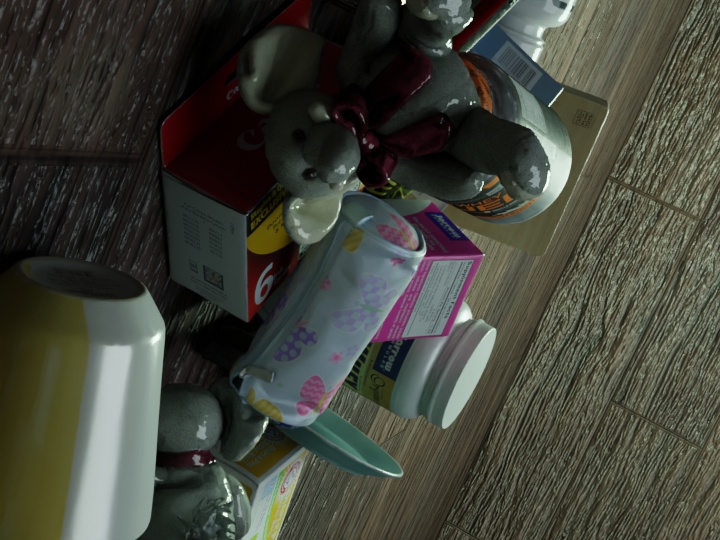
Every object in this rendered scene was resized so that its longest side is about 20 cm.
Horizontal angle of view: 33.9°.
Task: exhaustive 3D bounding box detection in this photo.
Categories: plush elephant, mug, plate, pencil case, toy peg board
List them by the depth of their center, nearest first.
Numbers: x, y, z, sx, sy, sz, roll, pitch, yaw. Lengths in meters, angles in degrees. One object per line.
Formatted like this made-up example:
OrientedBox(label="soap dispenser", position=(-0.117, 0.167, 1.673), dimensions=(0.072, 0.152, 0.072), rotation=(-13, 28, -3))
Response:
OrientedBox(label="mug", position=(-0.195, 0.079, 0.727), dimensions=(0.187, 0.148, 0.154), rotation=(-29, 136, -73))
OrientedBox(label="plush elephant", position=(0.001, -0.103, 0.821), dimensions=(0.154, 0.200, 0.165), rotation=(-34, 112, -15))
OrientedBox(label="pencil case", position=(-0.029, 0.032, 0.965), dimensions=(0.090, 0.083, 0.201), rotation=(19, 116, -34))
OrientedBox(label="plush elephant", position=(-0.159, 0.165, 0.983), dimensions=(0.200, 0.164, 0.156), rotation=(-34, -128, 49))
OrientedBox(label="plate", position=(-0.046, 0.159, 1.192), dimensions=(0.026, 0.199, 0.200), rotation=(-58, 164, 0))
OrientedBox(label="toy peg board", position=(0.155, -0.152, 1.348), dimensions=(0.098, 0.198, 0.201), rotation=(-69, 179, -57))

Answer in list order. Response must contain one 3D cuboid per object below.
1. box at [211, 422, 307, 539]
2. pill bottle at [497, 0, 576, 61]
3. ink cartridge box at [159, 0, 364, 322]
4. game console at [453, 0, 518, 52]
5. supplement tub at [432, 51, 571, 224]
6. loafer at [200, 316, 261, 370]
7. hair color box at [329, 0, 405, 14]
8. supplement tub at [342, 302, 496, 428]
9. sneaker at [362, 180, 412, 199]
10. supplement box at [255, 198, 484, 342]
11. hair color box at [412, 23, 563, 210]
OrientedBox(label="box", position=(-0.142, 0.247, 1.204), dimensions=(0.112, 0.101, 0.201), rotation=(-34, 147, -58))
OrientedBox(label="pill bottle", position=(0.186, -0.330, 1.276), dimensions=(0.119, 0.119, 0.201), rotation=(-20, 135, -67))
OrientedBox(label="ink cartridge box", position=(-0.066, -0.093, 0.942), dimensions=(0.200, 0.083, 0.176), rotation=(-51, 160, -34))
OrientedBox(label="game console", position=(0.069, -0.200, 1.141), dimensions=(0.200, 0.171, 0.119), rotation=(-49, 132, -40))
OrientedBox(label="supplement tub", position=(0.098, -0.114, 1.019), dimensions=(0.200, 0.122, 0.123), rotation=(15, 102, -61))
OrientedBox(label="loafer", position=(-0.098, 0.065, 1.131), dimensions=(0.200, 0.073, 0.072), rotation=(42, 72, -83))
OrientedBox(label="hair color box", position=(0.002, -0.239, 0.892), dimensions=(0.062, 0.101, 0.200), rotation=(-63, 163, 2))
OrientedBox(label="supplement tub", position=(0.034, 0.072, 1.294), dimensions=(0.145, 0.199, 0.145), rotation=(-54, 161, -28))
OrientedBox(label="sneaker", position=(0.024, -0.088, 1.169), dimensions=(0.085, 0.074, 0.200), rotation=(-51, -179, -7))
OrientedBox(label="supplement box", position=(0.000, 0.000, 1.101), dimensions=(0.199, 0.101, 0.104), rotation=(-1, 125, -39))
OrientedBox(label="hair color box", position=(0.106, -0.151, 1.220), dimensions=(0.061, 0.099, 0.200), rotation=(-49, -177, -41))
